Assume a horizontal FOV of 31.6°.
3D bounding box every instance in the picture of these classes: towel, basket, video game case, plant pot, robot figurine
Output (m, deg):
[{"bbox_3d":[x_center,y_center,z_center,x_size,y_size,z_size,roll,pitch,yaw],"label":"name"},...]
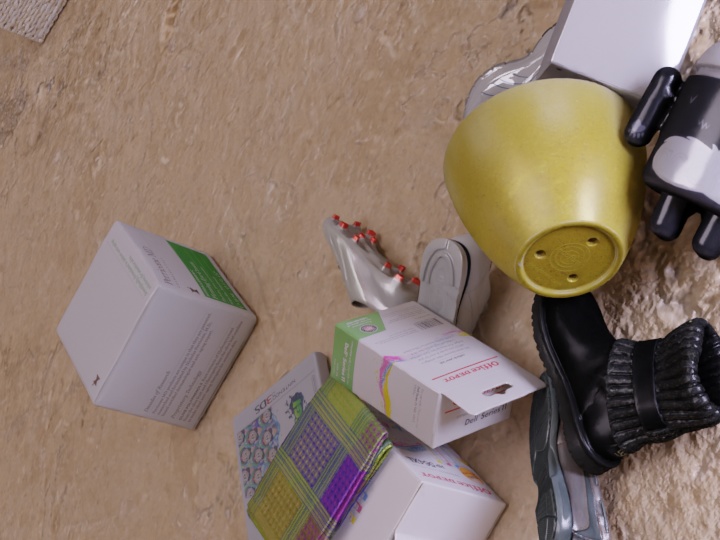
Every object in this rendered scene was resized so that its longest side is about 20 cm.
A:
[{"bbox_3d":[-0.046,0.216,1.328,0.200,0.023,0.144,-60,37,12],"label":"towel"},{"bbox_3d":[-0.699,-0.610,2.616,0.198,0.161,0.200,-52,41,22],"label":"basket"},{"bbox_3d":[-0.090,0.230,1.586,0.182,0.024,0.200,-40,46,34],"label":"video game case"},{"bbox_3d":[0.186,-0.059,1.208,0.200,0.200,0.142,-42,37,32],"label":"plant pot"},{"bbox_3d":[0.330,-0.110,1.136,0.200,0.150,0.125,-65,22,5],"label":"robot figurine"}]

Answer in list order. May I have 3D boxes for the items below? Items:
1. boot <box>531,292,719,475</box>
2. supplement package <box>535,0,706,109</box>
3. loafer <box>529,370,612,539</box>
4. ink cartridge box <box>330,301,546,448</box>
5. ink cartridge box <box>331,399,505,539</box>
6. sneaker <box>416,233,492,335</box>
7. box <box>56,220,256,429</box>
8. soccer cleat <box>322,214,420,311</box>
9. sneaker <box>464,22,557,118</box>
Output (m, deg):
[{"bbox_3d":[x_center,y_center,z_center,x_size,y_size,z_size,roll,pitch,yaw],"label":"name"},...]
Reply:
[{"bbox_3d":[0.253,0.072,1.184,0.158,0.079,0.212,-39,52,38],"label":"boot"},{"bbox_3d":[0.267,-0.265,1.248,0.120,0.121,0.201,79,-147,-90],"label":"supplement package"},{"bbox_3d":[0.201,0.187,1.222,0.072,0.063,0.200,110,168,-47],"label":"loafer"},{"bbox_3d":[0.077,0.111,1.288,0.200,0.117,0.068,32,124,41],"label":"ink cartridge box"},{"bbox_3d":[0.043,0.242,1.329,0.200,0.128,0.125,41,106,51],"label":"ink cartridge box"},{"bbox_3d":[0.102,0.053,1.395,0.076,0.080,0.201,36,123,33],"label":"sneaker"},{"bbox_3d":[-0.289,0.076,1.782,0.200,0.171,0.199,-59,38,14],"label":"box"},{"bbox_3d":[0.000,0.000,1.546,0.200,0.069,0.078,47,114,47],"label":"soccer cleat"},{"bbox_3d":[0.189,-0.191,1.380,0.200,0.074,0.087,-37,52,37],"label":"sneaker"}]
